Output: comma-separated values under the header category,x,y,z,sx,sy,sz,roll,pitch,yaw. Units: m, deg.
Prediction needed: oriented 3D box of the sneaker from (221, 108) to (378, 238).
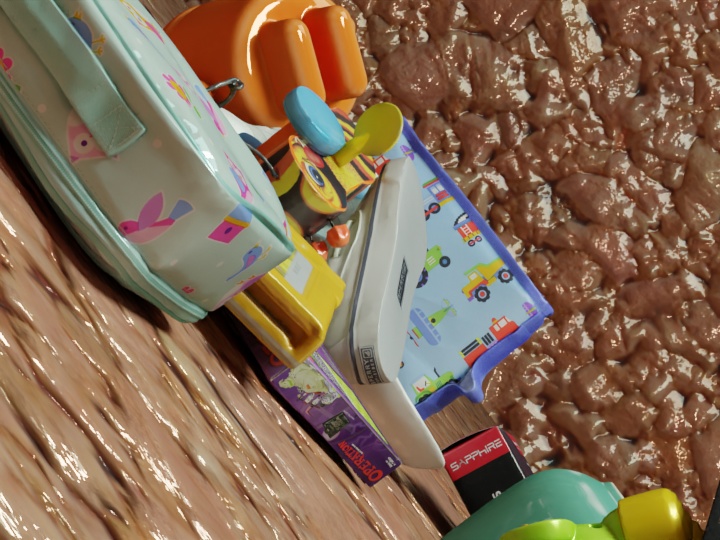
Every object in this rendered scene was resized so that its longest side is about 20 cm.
category,x,y,z,sx,sy,sz,roll,pitch,yaw
sneaker,-0.051,-0.065,1.494,0.076,0.081,0.200,-7,-32,46

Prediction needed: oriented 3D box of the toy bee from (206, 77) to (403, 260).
category,x,y,z,sx,sy,sz,roll,pitch,yaw
toy bee,-0.040,-0.051,1.361,0.200,0.131,0.109,-18,72,-48

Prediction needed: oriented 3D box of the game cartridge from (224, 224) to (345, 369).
category,x,y,z,sx,sy,sz,roll,pitch,yaw
game cartridge,-0.080,-0.034,1.174,0.176,0.032,0.200,45,9,-4

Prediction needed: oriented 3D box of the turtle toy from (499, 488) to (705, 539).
category,x,y,z,sx,sy,sz,roll,pitch,yaw
turtle toy,0.102,0.174,1.070,0.200,0.146,0.101,45,29,-67

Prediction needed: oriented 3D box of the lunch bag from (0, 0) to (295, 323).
category,x,y,z,sx,sy,sz,roll,pitch,yaw
lunch bag,-0.119,-0.077,0.967,0.200,0.077,0.160,53,4,15

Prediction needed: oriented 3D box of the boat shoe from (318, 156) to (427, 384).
category,x,y,z,sx,sy,sz,roll,pitch,yaw
boat shoe,0.000,0.000,1.404,0.200,0.066,0.072,-79,158,-45

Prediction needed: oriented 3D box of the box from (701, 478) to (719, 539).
category,x,y,z,sx,sy,sz,roll,pitch,yaw
box,0.198,0.179,1.093,0.199,0.050,0.200,80,26,-47

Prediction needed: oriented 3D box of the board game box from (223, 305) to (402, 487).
category,x,y,z,sx,sy,sz,roll,pitch,yaw
board game box,-0.052,0.028,1.270,0.120,0.032,0.200,56,-1,-43

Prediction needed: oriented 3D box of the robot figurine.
category,x,y,z,sx,sy,sz,roll,pitch,yaw
robot figurine,-0.077,-0.143,1.584,0.117,0.144,0.200,39,-24,-29

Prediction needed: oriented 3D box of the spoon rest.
category,x,y,z,sx,sy,sz,roll,pitch,yaw
spoon rest,-0.003,0.048,1.453,0.200,0.061,0.099,52,-5,4

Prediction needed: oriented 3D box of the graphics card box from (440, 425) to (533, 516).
category,x,y,z,sx,sy,sz,roll,pitch,yaw
graphics card box,0.125,0.205,1.505,0.200,0.051,0.125,63,4,11

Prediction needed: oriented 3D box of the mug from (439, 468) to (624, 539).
category,x,y,z,sx,sy,sz,roll,pitch,yaw
mug,0.131,0.196,1.289,0.152,0.114,0.185,54,3,22

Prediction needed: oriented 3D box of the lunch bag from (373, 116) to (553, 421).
category,x,y,z,sx,sy,sz,roll,pitch,yaw
lunch bag,0.034,0.016,1.572,0.200,0.151,0.094,55,3,34
